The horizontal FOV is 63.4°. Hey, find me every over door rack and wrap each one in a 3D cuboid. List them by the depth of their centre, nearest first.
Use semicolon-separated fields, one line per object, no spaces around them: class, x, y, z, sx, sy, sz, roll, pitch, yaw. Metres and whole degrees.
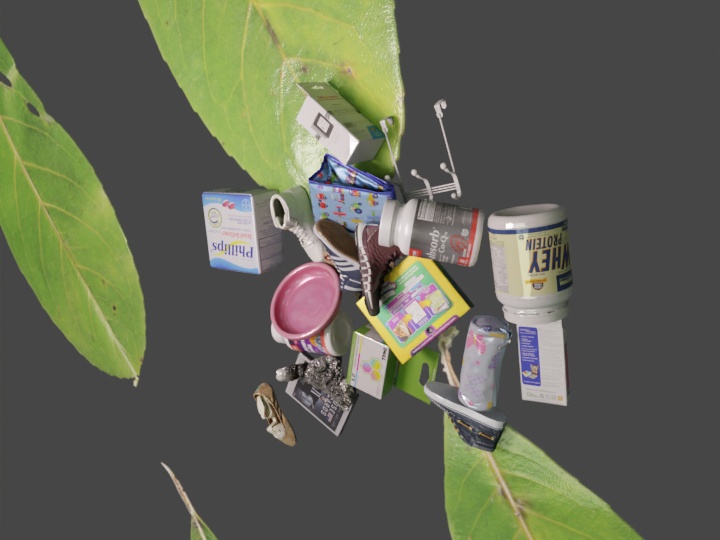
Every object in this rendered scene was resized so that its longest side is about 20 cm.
over door rack;0.119;-0.234;1.209;0.146;0.066;0.203;-6;101;35

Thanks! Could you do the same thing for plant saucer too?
plant saucer;-0.124;0.079;1.404;0.198;0.051;0.203;-16;54;23

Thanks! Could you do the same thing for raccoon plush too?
raccoon plush;-0.102;0.298;1.464;0.197;0.097;0.136;-16;67;0

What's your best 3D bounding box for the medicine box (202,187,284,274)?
medicine box;-0.304;-0.107;1.515;0.180;0.103;0.203;7;108;32

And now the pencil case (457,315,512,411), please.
pencil case;0.263;0.196;1.237;0.090;0.083;0.203;15;113;20

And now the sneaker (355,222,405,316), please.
sneaker;0.054;-0.009;1.237;0.114;0.076;0.203;-7;84;-4

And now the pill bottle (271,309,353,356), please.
pill bottle;-0.125;0.150;1.469;0.198;0.111;0.113;2;106;34

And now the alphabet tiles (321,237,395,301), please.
alphabet tiles;0.000;0.000;1.380;0.198;0.008;0.169;2;118;35

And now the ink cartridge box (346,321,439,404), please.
ink cartridge box;0.075;0.230;1.380;0.198;0.075;0.150;21;116;29

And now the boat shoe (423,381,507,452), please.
boat shoe;0.224;0.330;1.311;0.198;0.071;0.092;24;113;24

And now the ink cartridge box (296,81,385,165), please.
ink cartridge box;-0.055;-0.322;1.269;0.200;0.115;0.067;45;125;15

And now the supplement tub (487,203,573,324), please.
supplement tub;0.320;-0.014;1.092;0.143;0.144;0.203;-2;104;34

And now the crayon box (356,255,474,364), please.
crayon box;0.118;0.074;1.281;0.200;0.058;0.173;-42;78;18

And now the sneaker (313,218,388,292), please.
sneaker;-0.043;-0.025;1.321;0.199;0.071;0.108;37;136;-14

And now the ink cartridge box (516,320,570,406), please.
ink cartridge box;0.371;0.172;1.185;0.094;0.037;0.203;1;108;35

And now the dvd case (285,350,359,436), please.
dvd case;-0.106;0.330;1.568;0.199;0.025;0.152;35;122;21

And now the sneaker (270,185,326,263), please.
sneaker;-0.154;-0.097;1.408;0.073;0.115;0.202;-22;94;35

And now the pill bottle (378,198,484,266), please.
pill bottle;0.142;-0.081;1.173;0.197;0.116;0.118;10;112;7

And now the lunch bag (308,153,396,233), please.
lunch bag;-0.002;-0.145;1.273;0.198;0.095;0.151;20;148;16

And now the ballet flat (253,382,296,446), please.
ballet flat;-0.252;0.424;1.671;0.070;0.065;0.202;-30;87;36
